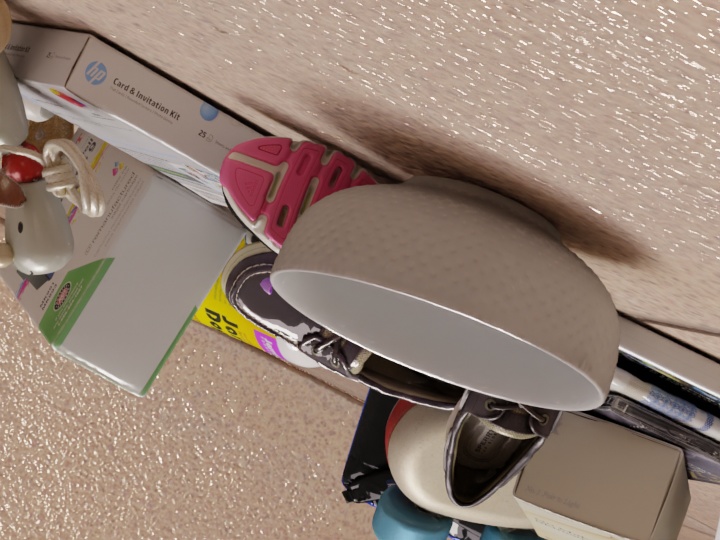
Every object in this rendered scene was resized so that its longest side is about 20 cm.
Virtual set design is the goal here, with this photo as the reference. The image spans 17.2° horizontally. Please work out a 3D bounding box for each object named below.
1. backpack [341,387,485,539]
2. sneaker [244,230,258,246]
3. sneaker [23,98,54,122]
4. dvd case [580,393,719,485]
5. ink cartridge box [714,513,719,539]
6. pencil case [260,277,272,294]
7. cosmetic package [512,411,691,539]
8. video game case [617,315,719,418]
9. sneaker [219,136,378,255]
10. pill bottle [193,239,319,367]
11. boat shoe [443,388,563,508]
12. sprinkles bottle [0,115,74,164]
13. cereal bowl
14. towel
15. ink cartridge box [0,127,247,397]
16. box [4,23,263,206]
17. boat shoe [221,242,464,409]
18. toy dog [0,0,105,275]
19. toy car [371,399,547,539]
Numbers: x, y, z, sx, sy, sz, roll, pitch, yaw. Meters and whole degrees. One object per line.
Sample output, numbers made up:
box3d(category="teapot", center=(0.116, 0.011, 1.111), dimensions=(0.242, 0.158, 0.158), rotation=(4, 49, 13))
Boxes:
box3d(category="backpack", center=(0.115, 0.147, 2.085), dimensions=(0.200, 0.163, 0.168), rotation=(23, -157, 20))
box3d(category="sneaker", center=(0.000, 0.000, 1.720), dimensions=(0.200, 0.079, 0.089), rotation=(31, -173, -23))
box3d(category="sneaker", center=(-0.305, -0.135, 1.717), dimensions=(0.200, 0.080, 0.070), rotation=(21, 171, 25))
box3d(category="dvd case", center=(0.195, 0.118, 1.680), dimensions=(0.148, 0.016, 0.200), rotation=(26, 172, -18))
box3d(category="ink cartridge box", center=(0.292, 0.206, 1.651), dimensions=(0.095, 0.037, 0.200), rotation=(33, 162, 17))
box3d(category="pencil case", center=(0.036, 0.017, 1.573), dimensions=(0.200, 0.086, 0.084), rotation=(26, 177, -11))
box3d(category="cosmetic package", center=(0.174, 0.159, 1.678), dimensions=(0.103, 0.073, 0.200), rotation=(19, 171, 15))
box3d(category="video game case", center=(0.233, 0.081, 1.617), dimensions=(0.200, 0.023, 0.182), rotation=(26, 175, 2))
box3d(category="sneaker", center=(-0.002, -0.020, 1.455), dimensions=(0.200, 0.074, 0.087), rotation=(22, 169, -18))
box3d(category="pill bottle", center=(-0.063, 0.012, 1.864), dimensions=(0.200, 0.104, 0.104), rotation=(22, 173, 31))
box3d(category="boat shoe", center=(0.100, 0.081, 1.520), dimensions=(0.072, 0.065, 0.200), rotation=(19, 137, -7))
box3d(category="sprinkles bottle", center=(-0.309, -0.128, 1.843), dimensions=(0.200, 0.068, 0.068), rotation=(21, 173, 38))
box3d(category="cereal bowl", center=(0.056, 0.004, 1.327), dimensions=(0.200, 0.083, 0.200), rotation=(21, 167, 5))
box3d(category="towel", center=(0.208, 0.095, 1.634), dimensions=(0.200, 0.024, 0.147), rotation=(26, 173, -13))
box3d(category="ink cartridge box", center=(-0.178, -0.016, 1.729), dimensions=(0.087, 0.146, 0.200), rotation=(30, -175, -24))
box3d(category="box", center=(-0.132, -0.094, 1.528), dimensions=(0.200, 0.041, 0.156), rotation=(28, 174, -30))
box3d(category="boat shoe", center=(-0.001, 0.041, 1.637), dimensions=(0.200, 0.072, 0.065), rotation=(25, -154, -20))
box3d(category="toy dog", center=(-0.249, -0.086, 1.459), dimensions=(0.200, 0.096, 0.132), rotation=(62, 156, 5))
box3d(category="toy car", center=(0.101, 0.108, 1.884), dimensions=(0.176, 0.185, 0.200), rotation=(13, -152, -12))
